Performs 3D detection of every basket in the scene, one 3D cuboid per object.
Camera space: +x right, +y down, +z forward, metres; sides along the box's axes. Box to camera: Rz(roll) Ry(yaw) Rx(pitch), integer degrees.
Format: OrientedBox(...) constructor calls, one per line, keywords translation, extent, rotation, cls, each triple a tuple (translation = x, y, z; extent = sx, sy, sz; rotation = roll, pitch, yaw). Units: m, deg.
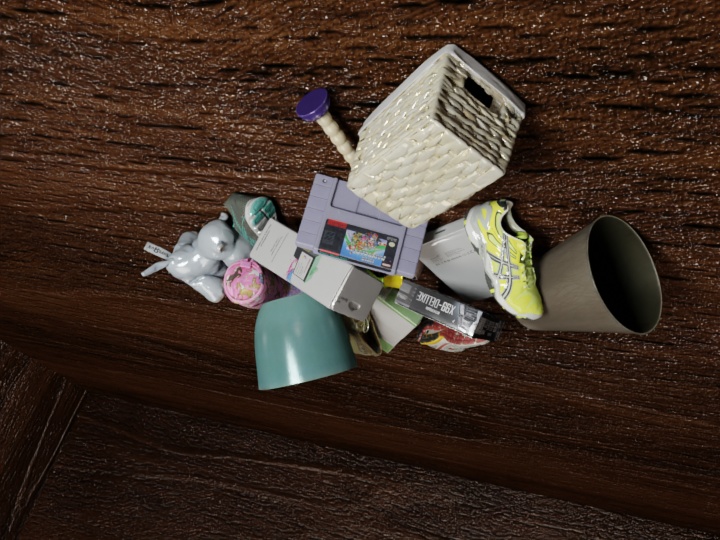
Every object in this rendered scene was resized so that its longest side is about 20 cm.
OrientedBox(translation=(0.345, 0.028, 0.881), extent=(0.135, 0.181, 0.200), rotation=(-19, 175, -27), cls="basket")
OrientedBox(translation=(0.088, -0.156, 0.700), extent=(0.135, 0.124, 0.200), rotation=(29, 150, -22), cls="basket")

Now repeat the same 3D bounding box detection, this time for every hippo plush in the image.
OrientedBox(translation=(-0.306, -0.052, 1.114), extent=(0.161, 0.160, 0.199), rotation=(-38, 133, 25), cls="hippo plush")

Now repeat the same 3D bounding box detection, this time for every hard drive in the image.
OrientedBox(translation=(0.196, -0.014, 0.980), extent=(0.131, 0.027, 0.200), rotation=(-21, 135, 34), cls="hard drive")

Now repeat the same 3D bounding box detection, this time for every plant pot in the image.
OrientedBox(translation=(-0.118, 0.131, 1.083), extent=(0.199, 0.162, 0.201), rotation=(-13, 175, -1), cls="plant pot")

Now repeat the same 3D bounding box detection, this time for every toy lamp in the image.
OrientedBox(translation=(-0.015, -0.171, 0.798), extent=(0.058, 0.059, 0.200), rotation=(-4, 146, 33), cls="toy lamp")

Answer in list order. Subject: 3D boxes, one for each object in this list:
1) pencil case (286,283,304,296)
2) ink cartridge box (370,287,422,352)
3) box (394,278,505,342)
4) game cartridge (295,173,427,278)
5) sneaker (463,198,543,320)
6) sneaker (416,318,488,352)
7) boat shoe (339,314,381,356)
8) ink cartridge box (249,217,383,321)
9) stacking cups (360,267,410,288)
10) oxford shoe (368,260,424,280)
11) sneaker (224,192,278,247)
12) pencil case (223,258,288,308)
OrientedBox(translation=(-0.119, 0.056, 1.219), extent=(0.199, 0.091, 0.084), rotation=(-6, 108, 32), cls="pencil case")
OrientedBox(translation=(0.044, 0.098, 1.216), extent=(0.145, 0.048, 0.200), rotation=(36, 152, 2), cls="ink cartridge box")
OrientedBox(translation=(0.173, 0.078, 1.030), extent=(0.157, 0.050, 0.200), rotation=(23, -179, 26), cls="box")
OrientedBox(translation=(0.006, -0.071, 0.887), extent=(0.199, 0.131, 0.038), rotation=(15, 161, 0), cls="game cartridge")
OrientedBox(translation=(0.233, -0.015, 0.844), extent=(0.076, 0.075, 0.201), rotation=(-27, 93, 47), cls="sneaker")
OrientedBox(translation=(0.220, 0.141, 1.226), extent=(0.082, 0.078, 0.199), rotation=(29, 159, -30), cls="sneaker")
OrientedBox(translation=(0.005, 0.117, 1.174), extent=(0.062, 0.074, 0.201), rotation=(14, 148, 23), cls="boat shoe")
OrientedBox(translation=(-0.076, 0.000, 0.987), extent=(0.199, 0.084, 0.145), rotation=(31, -179, 28), cls="ink cartridge box")
OrientedBox(translation=(0.000, 0.000, 1.099), extent=(0.199, 0.061, 0.061), rotation=(7, 151, 22), cls="stacking cups")
OrientedBox(translation=(0.021, -0.032, 1.009), extent=(0.198, 0.073, 0.071), rotation=(11, 151, 10), cls="oxford shoe")
OrientedBox(translation=(-0.198, -0.082, 1.054), extent=(0.091, 0.078, 0.201), rotation=(23, 152, 21), cls="sneaker")
OrientedBox(translation=(-0.208, 0.031, 1.114), extent=(0.086, 0.083, 0.200), rotation=(-32, 170, 2), cls="pencil case")
